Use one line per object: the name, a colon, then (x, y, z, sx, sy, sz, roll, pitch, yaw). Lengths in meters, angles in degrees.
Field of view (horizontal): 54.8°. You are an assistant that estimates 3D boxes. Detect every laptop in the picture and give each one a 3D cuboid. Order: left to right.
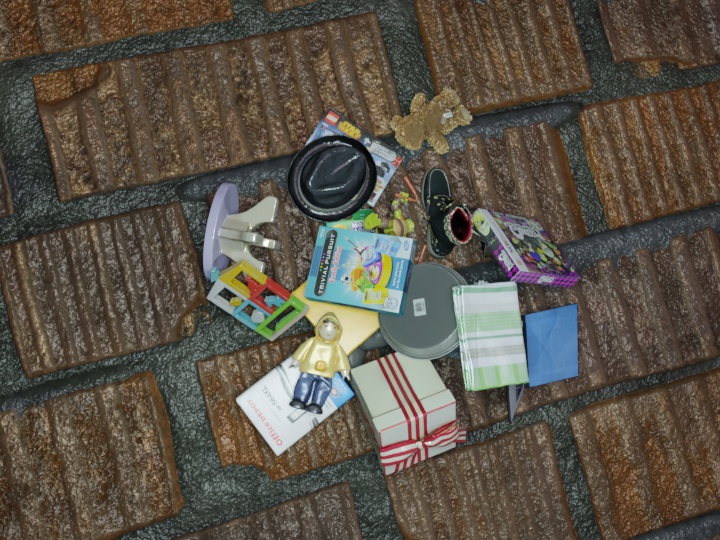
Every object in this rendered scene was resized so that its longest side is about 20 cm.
laptop: (0.385, 0.193, 1.465, 0.115, 0.200, 0.188, 3, 117, 26)

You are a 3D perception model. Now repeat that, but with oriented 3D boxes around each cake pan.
cake pan: (0.125, 0.076, 1.384, 0.199, 0.037, 0.202, -6, 71, 18)

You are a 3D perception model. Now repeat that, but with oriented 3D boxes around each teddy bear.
teddy bear: (0.159, -0.335, 1.566, 0.145, 0.067, 0.200, 43, 73, -11)

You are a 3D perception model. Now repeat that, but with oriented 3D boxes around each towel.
towel: (0.254, 0.123, 1.331, 0.148, 0.031, 0.201, -4, 81, -24)

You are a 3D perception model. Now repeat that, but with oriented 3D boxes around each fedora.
fedora: (-0.057, -0.202, 1.455, 0.199, 0.092, 0.202, 1, 84, -7)

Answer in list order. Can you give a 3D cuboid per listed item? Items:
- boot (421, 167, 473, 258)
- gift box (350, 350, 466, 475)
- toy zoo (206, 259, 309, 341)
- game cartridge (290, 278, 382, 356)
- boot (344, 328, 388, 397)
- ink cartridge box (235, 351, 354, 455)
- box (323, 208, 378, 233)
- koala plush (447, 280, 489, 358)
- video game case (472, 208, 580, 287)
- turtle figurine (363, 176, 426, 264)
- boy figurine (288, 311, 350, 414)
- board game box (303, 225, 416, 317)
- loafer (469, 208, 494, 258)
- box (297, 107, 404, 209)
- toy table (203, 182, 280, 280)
boot: (0.189, -0.136, 1.491, 0.073, 0.154, 0.205, -1, 82, -13)
gift box: (0.099, 0.292, 1.396, 0.184, 0.201, 0.187, -22, 45, -7)
toy zoo: (-0.220, 0.056, 1.405, 0.200, 0.131, 0.021, 37, 37, -20)
game cartridge: (-0.019, 0.055, 1.450, 0.200, 0.032, 0.176, -40, 84, -9)
boot: (0.045, 0.157, 1.487, 0.199, 0.073, 0.183, -15, 88, -17)
ink cartridge box: (-0.136, 0.261, 1.432, 0.200, 0.084, 0.146, -38, 90, -12)
box: (-0.015, -0.034, 1.506, 0.117, 0.048, 0.201, -6, 82, -9)
koala plush: (0.241, 0.111, 1.448, 0.183, 0.200, 0.179, 1, 83, -8)
video game case: (0.345, -0.047, 1.459, 0.199, 0.036, 0.182, 7, 44, -37)
turtle figurine: (0.071, -0.098, 1.496, 0.161, 0.064, 0.201, -14, 101, -53)
boy figurine: (-0.075, 0.182, 1.378, 0.124, 0.064, 0.201, 18, 82, 1)
board game box: (0.000, 0.000, 1.392, 0.199, 0.047, 0.152, 9, 79, 16)
loafer: (0.299, -0.057, 1.550, 0.200, 0.073, 0.071, 35, 92, 0)
box: (-0.022, -0.247, 1.533, 0.199, 0.040, 0.137, 33, 81, -3)
toy table: (-0.240, -0.071, 1.419, 0.116, 0.184, 0.201, 11, 100, 9)
